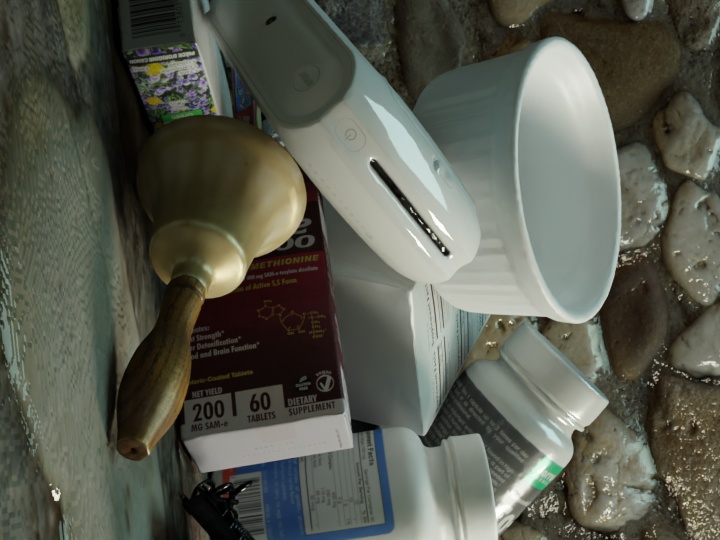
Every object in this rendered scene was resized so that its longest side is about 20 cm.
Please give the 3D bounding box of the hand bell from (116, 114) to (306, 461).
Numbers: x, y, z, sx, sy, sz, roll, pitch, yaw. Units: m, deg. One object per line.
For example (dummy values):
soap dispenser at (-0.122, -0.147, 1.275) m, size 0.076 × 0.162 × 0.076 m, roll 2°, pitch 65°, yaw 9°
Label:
hand bell at (-0.092, 0.018, 0.605) m, size 0.201 × 0.103 × 0.105 m, roll -81°, pitch 168°, yaw -48°

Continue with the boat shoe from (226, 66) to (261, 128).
boat shoe at (-0.108, -0.075, 1.000) m, size 0.074 × 0.075 × 0.202 m, roll -90°, pitch 166°, yaw -52°

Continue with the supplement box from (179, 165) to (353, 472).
supplement box at (-0.070, 0.026, 0.781) m, size 0.061 × 0.107 × 0.202 m, roll 79°, pitch 1°, yaw -59°

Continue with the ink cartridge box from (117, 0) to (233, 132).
ink cartridge box at (-0.123, -0.139, 0.790) m, size 0.201 × 0.050 × 0.110 m, roll 85°, pitch -4°, yaw -65°

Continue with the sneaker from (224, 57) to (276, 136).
sneaker at (-0.103, -0.212, 1.146) m, size 0.116 × 0.074 × 0.200 m, roll 61°, pitch 13°, yaw -22°

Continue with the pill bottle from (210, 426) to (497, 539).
pill bottle at (-0.003, 0.176, 0.841) m, size 0.112 × 0.197 × 0.114 m, roll 172°, pitch -90°, yaw -90°

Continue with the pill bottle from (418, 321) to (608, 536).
pill bottle at (0.101, 0.147, 0.939) m, size 0.113 × 0.200 × 0.113 m, roll 41°, pitch 6°, yaw -6°

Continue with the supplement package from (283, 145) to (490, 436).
supplement package at (0.000, 0.000, 0.948) m, size 0.200 × 0.189 × 0.148 m, roll -54°, pitch 146°, yaw -45°

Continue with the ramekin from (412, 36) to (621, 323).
ramekin at (0.112, -0.062, 0.840) m, size 0.200 × 0.097 × 0.203 m, roll 8°, pitch 81°, yaw -57°

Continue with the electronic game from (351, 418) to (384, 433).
electronic game at (-0.014, 0.184, 0.995) m, size 0.201 × 0.041 × 0.201 m, roll -57°, pitch 159°, yaw -35°

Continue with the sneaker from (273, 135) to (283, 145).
sneaker at (-0.111, -0.150, 1.330) m, size 0.115 × 0.079 × 0.202 m, roll -92°, pitch 173°, yaw -71°

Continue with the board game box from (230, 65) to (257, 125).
board game box at (-0.085, -0.207, 0.862) m, size 0.201 × 0.019 × 0.104 m, roll 96°, pitch -3°, yaw -58°

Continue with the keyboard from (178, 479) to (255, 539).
keyboard at (-0.061, 0.161, 0.687) m, size 0.104 × 0.040 × 0.200 m, roll 44°, pitch -14°, yaw 17°

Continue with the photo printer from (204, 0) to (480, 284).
photo printer at (-0.008, -0.088, 0.708) m, size 0.167 × 0.069 × 0.200 m, roll 48°, pitch 6°, yaw -41°
